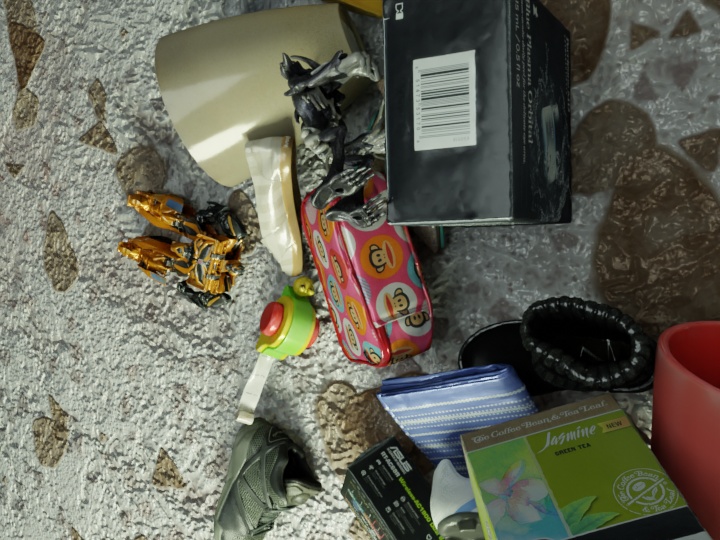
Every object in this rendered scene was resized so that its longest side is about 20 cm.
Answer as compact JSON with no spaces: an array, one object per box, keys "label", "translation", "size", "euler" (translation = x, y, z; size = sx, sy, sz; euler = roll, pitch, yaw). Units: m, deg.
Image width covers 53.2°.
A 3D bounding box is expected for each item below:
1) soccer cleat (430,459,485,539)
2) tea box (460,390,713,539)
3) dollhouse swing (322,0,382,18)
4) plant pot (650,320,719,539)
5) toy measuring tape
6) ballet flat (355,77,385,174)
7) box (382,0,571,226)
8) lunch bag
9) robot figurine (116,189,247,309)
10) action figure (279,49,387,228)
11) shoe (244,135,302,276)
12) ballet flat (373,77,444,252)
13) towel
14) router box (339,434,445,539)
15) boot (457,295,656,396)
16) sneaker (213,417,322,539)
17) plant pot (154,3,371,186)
[{"label":"soccer cleat","translation":[0.161,0.225,0.695],"size":[0.086,0.200,0.070],"euler":[-94,24,-45]},{"label":"tea box","translation":[0.174,0.238,0.538],"size":[0.133,0.197,0.200],"euler":[-17,119,1]},{"label":"dollhouse swing","translation":[0.008,-0.377,0.729],"size":[0.176,0.181,0.200],"euler":[46,121,63]},{"label":"plant pot","translation":[0.321,0.158,0.569],"size":[0.200,0.200,0.178],"euler":[17,111,30]},{"label":"toy measuring tape","translation":[-0.100,0.102,0.872],"size":[0.073,0.074,0.200],"euler":[24,92,29]},{"label":"ballet flat","translation":[0.047,-0.173,0.786],"size":[0.065,0.071,0.200],"euler":[20,107,12]},{"label":"box","translation":[0.115,-0.140,0.663],"size":[0.117,0.200,0.197],"euler":[0,93,29]},{"label":"lunch bag","translation":[0.000,0.000,0.778],"size":[0.176,0.082,0.200],"euler":[169,83,-73]},{"label":"robot figurine","translation":[-0.239,-0.032,0.970],"size":[0.200,0.058,0.145],"euler":[23,105,29]},{"label":"action figure","translation":[-0.014,-0.140,0.673],"size":[0.102,0.119,0.200],"euler":[-21,56,14]},{"label":"shoe","translation":[-0.096,-0.071,0.830],"size":[0.053,0.070,0.200],"euler":[-2,135,-1]},{"label":"ballet flat","translation":[0.048,-0.111,0.756],"size":[0.067,0.068,0.200],"euler":[-7,111,1]},{"label":"towel","translation":[0.121,0.164,0.711],"size":[0.145,0.024,0.200],"euler":[-15,128,31]},{"label":"router box","translation":[0.060,0.285,0.752],"size":[0.200,0.062,0.150],"euler":[53,160,19]},{"label":"boot","translation":[0.166,0.074,0.663],"size":[0.211,0.158,0.080],"euler":[-8,76,30]},{"label":"sneaker","translation":[-0.118,0.298,0.902],"size":[0.114,0.076,0.200],"euler":[19,97,36]},{"label":"plant pot","translation":[-0.095,-0.217,0.819],"size":[0.200,0.187,0.188],"euler":[-19,82,16]}]
